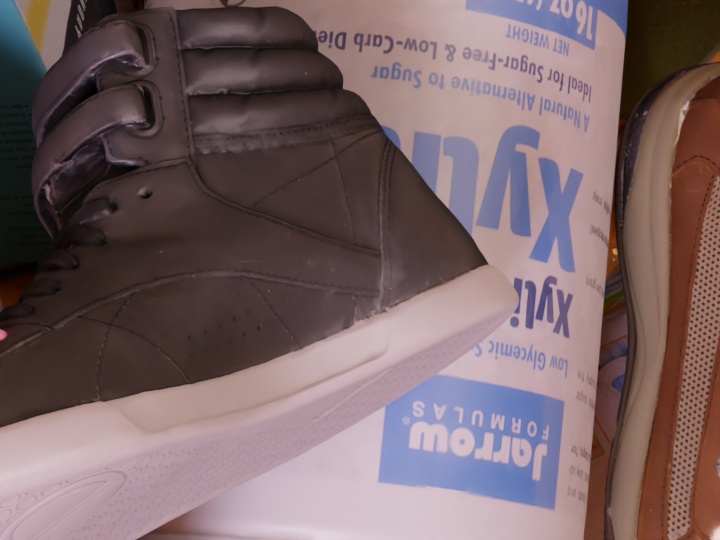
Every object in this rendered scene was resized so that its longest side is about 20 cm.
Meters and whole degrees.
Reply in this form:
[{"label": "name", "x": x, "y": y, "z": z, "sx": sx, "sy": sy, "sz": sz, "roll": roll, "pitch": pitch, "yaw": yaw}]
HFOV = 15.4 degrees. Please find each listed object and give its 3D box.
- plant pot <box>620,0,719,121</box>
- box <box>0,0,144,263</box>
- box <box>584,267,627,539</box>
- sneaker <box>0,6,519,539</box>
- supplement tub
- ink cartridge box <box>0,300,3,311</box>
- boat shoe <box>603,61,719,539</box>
[{"label": "plant pot", "x": 0.083, "y": -0.182, "z": 0.890, "sx": 0.200, "sy": 0.187, "sz": 0.187, "roll": 42, "pitch": 45, "yaw": 1}, {"label": "box", "x": -0.098, "y": -0.086, "z": 0.663, "sx": 0.200, "sy": 0.049, "sz": 0.082, "roll": 72, "pitch": 19, "yaw": -59}, {"label": "box", "x": 0.150, "y": 0.025, "z": 0.811, "sx": 0.112, "sy": 0.200, "sz": 0.102, "roll": -35, "pitch": 94, "yaw": -46}, {"label": "sneaker", "x": -0.060, "y": 0.003, "z": 0.566, "sx": 0.200, "sy": 0.071, "sz": 0.099, "roll": -23, "pitch": 75, "yaw": -44}, {"label": "supplement tub", "x": 0.000, "y": 0.000, "z": 0.701, "sx": 0.132, "sy": 0.132, "sz": 0.201, "roll": 13, "pitch": 77, "yaw": -38}, {"label": "ink cartridge box", "x": -0.130, "y": 0.050, "z": 0.603, "sx": 0.067, "sy": 0.116, "sz": 0.200, "roll": -12, "pitch": 78, "yaw": -46}, {"label": "boat shoe", "x": 0.112, "y": 0.042, "z": 0.695, "sx": 0.076, "sy": 0.074, "sz": 0.201, "roll": -2, "pitch": 87, "yaw": -43}]
